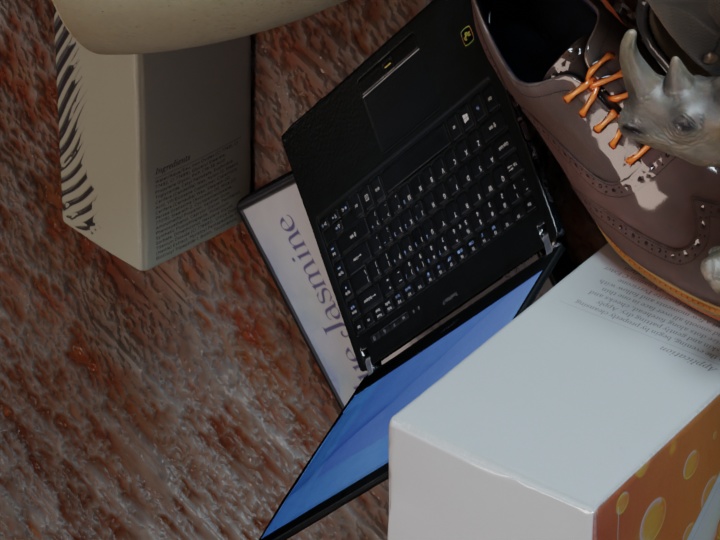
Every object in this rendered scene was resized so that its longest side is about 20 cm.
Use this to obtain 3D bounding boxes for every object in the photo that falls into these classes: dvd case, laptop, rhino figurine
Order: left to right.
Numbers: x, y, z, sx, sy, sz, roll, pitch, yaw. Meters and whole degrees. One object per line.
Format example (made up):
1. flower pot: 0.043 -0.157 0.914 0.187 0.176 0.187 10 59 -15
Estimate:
1. laptop: 0.000 0.000 1.070 0.177 0.103 0.201 -36 69 52
2. dvd case: 0.026 0.000 1.172 0.200 0.017 0.143 -24 95 53
3. rhino figurine: 0.168 -0.023 0.861 0.200 0.060 0.087 41 135 -13

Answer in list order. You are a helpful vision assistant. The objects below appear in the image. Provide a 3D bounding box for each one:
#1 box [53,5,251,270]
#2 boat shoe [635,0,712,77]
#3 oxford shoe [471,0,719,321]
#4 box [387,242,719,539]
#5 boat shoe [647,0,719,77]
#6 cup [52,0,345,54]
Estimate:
1. box: -0.104 -0.107 1.200 0.068 0.082 0.201 30 132 35
2. boat shoe: 0.190 -0.054 0.916 0.200 0.060 0.074 46 135 16
3. oxford shoe: 0.104 -0.056 0.963 0.071 0.072 0.200 -45 59 8
4. box: 0.108 0.079 0.976 0.097 0.200 0.125 22 130 32
5. boat shoe: 0.107 -0.156 0.862 0.074 0.073 0.200 -20 117 44
6. cup: -0.038 -0.187 1.008 0.142 0.201 0.202 5 121 15
